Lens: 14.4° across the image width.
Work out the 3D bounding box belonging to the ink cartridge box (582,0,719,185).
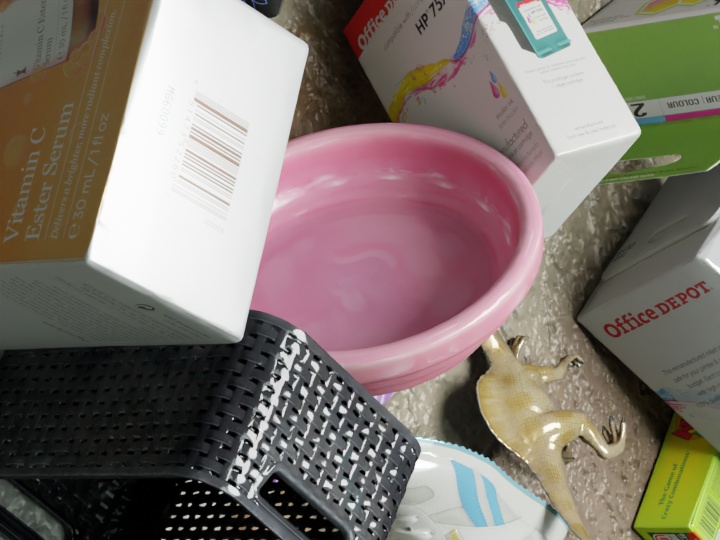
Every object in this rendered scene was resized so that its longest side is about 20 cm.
[{"bbox_3d":[0.201,-0.126,1.773,0.200,0.147,0.076,-37,113,-43],"label":"ink cartridge box"}]

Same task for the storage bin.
[{"bbox_3d":[-0.088,0.096,1.392,0.135,0.199,0.094,44,57,-37],"label":"storage bin"}]

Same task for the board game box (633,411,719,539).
[{"bbox_3d":[0.255,0.112,1.892,0.102,0.047,0.201,46,55,-36],"label":"board game box"}]

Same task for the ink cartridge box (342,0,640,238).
[{"bbox_3d":[0.062,-0.123,1.599,0.067,0.116,0.201,-16,68,-34],"label":"ink cartridge box"}]

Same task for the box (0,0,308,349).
[{"bbox_3d":[-0.143,-0.051,1.342,0.106,0.199,0.153,29,66,-44],"label":"box"}]

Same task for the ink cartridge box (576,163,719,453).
[{"bbox_3d":[0.271,0.026,1.793,0.200,0.145,0.145,42,58,-12],"label":"ink cartridge box"}]

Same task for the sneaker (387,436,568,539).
[{"bbox_3d":[0.046,0.150,1.634,0.200,0.076,0.081,33,65,-40],"label":"sneaker"}]

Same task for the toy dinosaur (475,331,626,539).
[{"bbox_3d":[0.108,0.097,1.703,0.101,0.058,0.201,9,50,-49],"label":"toy dinosaur"}]

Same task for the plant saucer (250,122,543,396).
[{"bbox_3d":[0.000,0.000,1.513,0.201,0.199,0.051,-50,142,-38],"label":"plant saucer"}]

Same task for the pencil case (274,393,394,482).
[{"bbox_3d":[0.001,0.034,1.593,0.200,0.084,0.086,-40,160,-42],"label":"pencil case"}]

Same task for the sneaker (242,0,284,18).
[{"bbox_3d":[-0.011,-0.208,1.609,0.200,0.070,0.078,-31,115,-39],"label":"sneaker"}]
